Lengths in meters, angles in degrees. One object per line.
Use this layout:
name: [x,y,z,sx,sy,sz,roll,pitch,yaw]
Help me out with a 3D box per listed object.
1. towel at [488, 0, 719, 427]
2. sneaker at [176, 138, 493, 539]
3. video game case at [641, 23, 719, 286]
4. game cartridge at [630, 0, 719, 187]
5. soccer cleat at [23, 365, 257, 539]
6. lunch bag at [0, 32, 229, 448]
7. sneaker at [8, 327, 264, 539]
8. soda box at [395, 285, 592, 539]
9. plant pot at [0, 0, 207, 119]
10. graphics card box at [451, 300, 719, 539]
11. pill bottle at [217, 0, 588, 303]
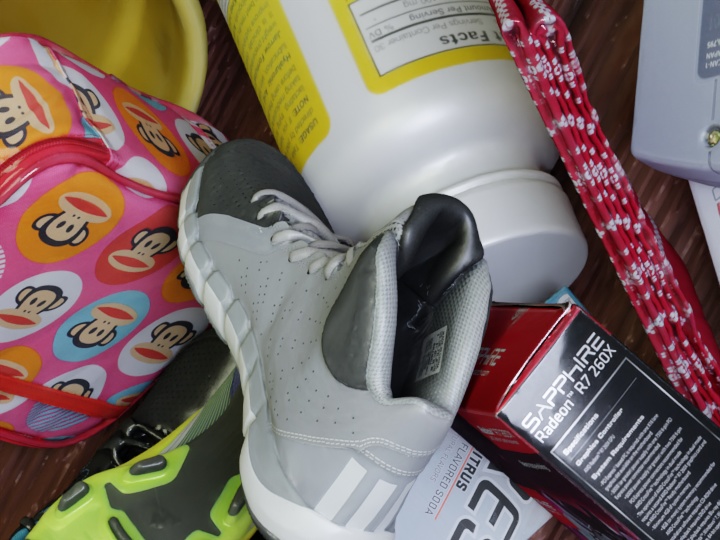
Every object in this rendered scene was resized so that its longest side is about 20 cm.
towel: [0.085,-0.042,0.975,0.022,0.201,0.145,-25,31,6]
sneaker: [0.000,0.000,0.961,0.116,0.075,0.201,-53,37,32]
video game case: [0.203,-0.068,0.974,0.200,0.045,0.182,-39,49,34]
game cartridge: [0.179,-0.097,0.950,0.199,0.041,0.134,-12,70,47]
soccer cleat: [-0.057,0.088,1.058,0.065,0.084,0.200,41,68,19]
lunch bag: [-0.141,0.001,1.096,0.176,0.200,0.082,-40,63,16]
sneaker: [-0.094,0.108,1.115,0.073,0.082,0.201,31,91,31]
soda box: [0.019,0.095,1.012,0.200,0.068,0.064,-40,88,-20]
plant pot: [-0.187,-0.128,1.161,0.200,0.201,0.189,-39,51,13]
graphics card box: [0.118,0.091,0.939,0.200,0.125,0.051,40,83,-8]
pill bottle: [0.015,-0.076,1.081,0.111,0.111,0.201,-31,64,17]
